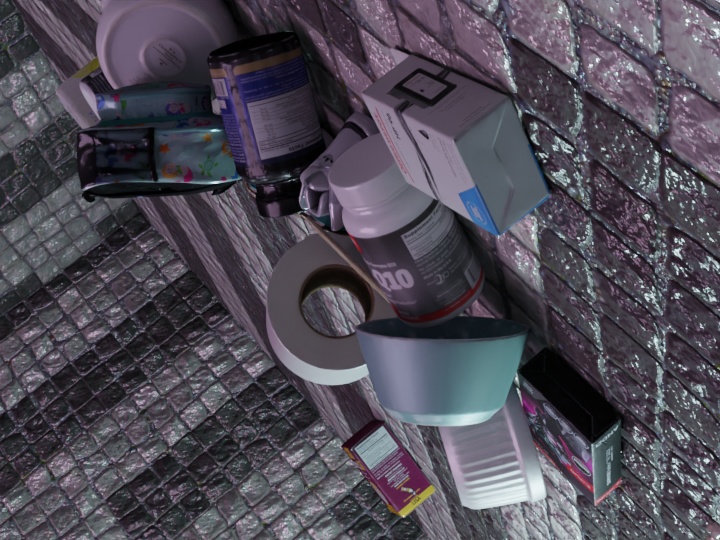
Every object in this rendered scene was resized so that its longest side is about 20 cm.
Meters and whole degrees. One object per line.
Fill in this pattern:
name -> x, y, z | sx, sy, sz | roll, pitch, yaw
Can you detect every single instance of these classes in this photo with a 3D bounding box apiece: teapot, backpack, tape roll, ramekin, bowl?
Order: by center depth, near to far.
bowl -> 0.093, 0.115, 1.411 | 0.201, 0.199, 0.106 | -167, 76, -72
backpack -> -0.236, -0.158, 1.542 | 0.178, 0.199, 0.152 | -53, -33, -80
ramekin -> 0.153, 0.203, 1.555 | 0.200, 0.104, 0.201 | -17, -90, -89
teapot -> -0.247, -0.312, 1.635 | 0.146, 0.196, 0.201 | -92, -3, -54
tape roll -> -0.038, 0.058, 1.797 | 0.203, 0.202, 0.139 | 50, 168, 8

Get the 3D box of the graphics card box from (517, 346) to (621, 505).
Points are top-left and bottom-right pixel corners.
graphics card box -> 0.248, 0.186, 1.456 | 0.125, 0.051, 0.200 | 46, 166, 29

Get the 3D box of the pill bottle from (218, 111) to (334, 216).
pill bottle -> -0.097, -0.152, 1.616 | 0.200, 0.111, 0.112 | 42, 165, 42

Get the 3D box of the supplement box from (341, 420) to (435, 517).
supplement box -> 0.063, 0.451, 2.833 | 0.200, 0.103, 0.131 | 53, 169, -2

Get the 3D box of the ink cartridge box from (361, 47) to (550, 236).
ink cartridge box -> 0.075, -0.124, 1.146 | 0.200, 0.068, 0.116 | 37, 161, 53

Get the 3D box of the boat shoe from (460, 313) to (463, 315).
boat shoe -> 0.105, 0.090, 1.680 | 0.072, 0.068, 0.200 | 43, 167, 31

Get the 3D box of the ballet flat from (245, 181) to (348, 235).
ballet flat -> -0.064, -0.094, 1.706 | 0.199, 0.068, 0.075 | 21, 170, 19

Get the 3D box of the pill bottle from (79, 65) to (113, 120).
pill bottle -> -0.287, -0.278, 1.750 | 0.106, 0.200, 0.106 | 49, 167, 15

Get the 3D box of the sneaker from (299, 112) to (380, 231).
sneaker -> -0.005, -0.082, 1.451 | 0.075, 0.115, 0.200 | 36, 161, 38

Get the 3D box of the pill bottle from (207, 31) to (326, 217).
pill bottle -> -0.103, -0.170, 1.456 | 0.112, 0.111, 0.201 | 27, 133, 64

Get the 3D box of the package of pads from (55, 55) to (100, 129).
package of pads -> -0.393, -0.305, 2.080 | 0.155, 0.200, 0.068 | 47, 173, 23

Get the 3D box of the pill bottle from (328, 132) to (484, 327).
pill bottle -> 0.049, -0.045, 1.368 | 0.114, 0.114, 0.201 | 34, 159, 57

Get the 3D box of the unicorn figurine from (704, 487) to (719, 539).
unicorn figurine -> 0.395, 0.300, 1.152 | 0.201, 0.074, 0.137 | 58, 158, 0

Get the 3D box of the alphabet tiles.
alphabet tiles -> 0.000, 0.000, 1.640 | 0.167, 0.008, 0.200 | 44, 179, 7
